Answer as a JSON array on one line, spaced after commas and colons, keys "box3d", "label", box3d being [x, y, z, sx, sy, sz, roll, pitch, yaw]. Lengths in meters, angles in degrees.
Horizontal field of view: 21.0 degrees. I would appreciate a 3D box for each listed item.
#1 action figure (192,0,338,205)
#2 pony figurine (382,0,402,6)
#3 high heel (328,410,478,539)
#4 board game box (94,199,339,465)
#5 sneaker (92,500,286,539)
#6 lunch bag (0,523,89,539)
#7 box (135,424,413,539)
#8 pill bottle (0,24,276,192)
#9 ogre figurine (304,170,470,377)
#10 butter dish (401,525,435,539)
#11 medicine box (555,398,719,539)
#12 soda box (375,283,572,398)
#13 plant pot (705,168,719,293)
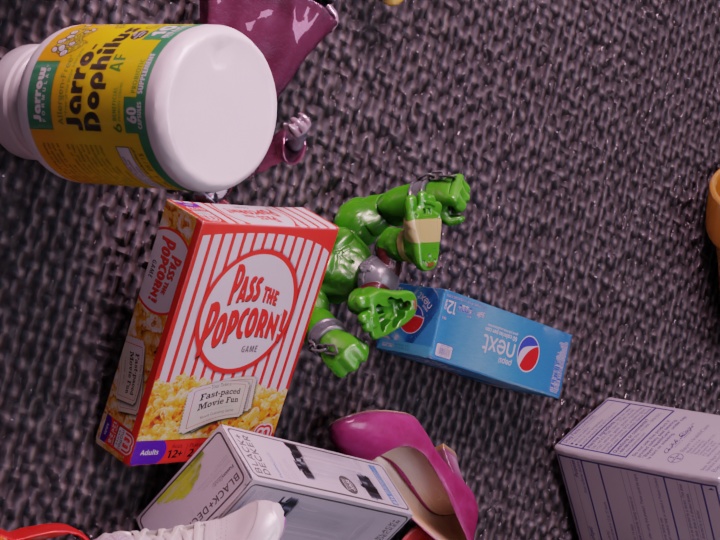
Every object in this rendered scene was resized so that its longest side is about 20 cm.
[{"box3d": [-0.100, -0.135, 1.518, 0.149, 0.134, 0.200, -86, -167, -84], "label": "action figure"}, {"box3d": [0.025, -0.346, 1.585, 0.193, 0.166, 0.200, -56, 147, -18], "label": "pony figurine"}, {"box3d": [0.039, 0.186, 1.692, 0.200, 0.067, 0.096, 38, 33, -55], "label": "high heel"}, {"box3d": [-0.110, 0.048, 1.500, 0.151, 0.046, 0.200, 0, 112, -48], "label": "board game box"}, {"box3d": [-0.145, 0.224, 1.437, 0.100, 0.200, 0.075, 48, 16, -23], "label": "sneaker"}, {"box3d": [-0.234, 0.262, 1.356, 0.200, 0.082, 0.176, 30, 87, -28], "label": "lunch bag"}, {"box3d": [-0.066, 0.197, 1.556, 0.200, 0.060, 0.117, 18, 121, -47], "label": "box"}, {"box3d": [-0.164, -0.114, 1.344, 0.113, 0.200, 0.113, -9, 102, -48], "label": "pill bottle"}, {"box3d": [0.000, 0.000, 1.603, 0.098, 0.120, 0.200, 30, 71, -41], "label": "ogre figurine"}, {"box3d": [0.085, 0.361, 1.722, 0.200, 0.148, 0.200, -56, 131, -29], "label": "butter dish"}, {"box3d": [0.313, 0.238, 1.910, 0.103, 0.200, 0.183, -36, 120, -37], "label": "medicine box"}, {"box3d": [0.106, 0.065, 1.767, 0.200, 0.068, 0.064, 21, 80, -48], "label": "soda box"}, {"box3d": [0.464, -0.001, 2.084, 0.200, 0.200, 0.184, -27, 129, -43], "label": "plant pot"}]
